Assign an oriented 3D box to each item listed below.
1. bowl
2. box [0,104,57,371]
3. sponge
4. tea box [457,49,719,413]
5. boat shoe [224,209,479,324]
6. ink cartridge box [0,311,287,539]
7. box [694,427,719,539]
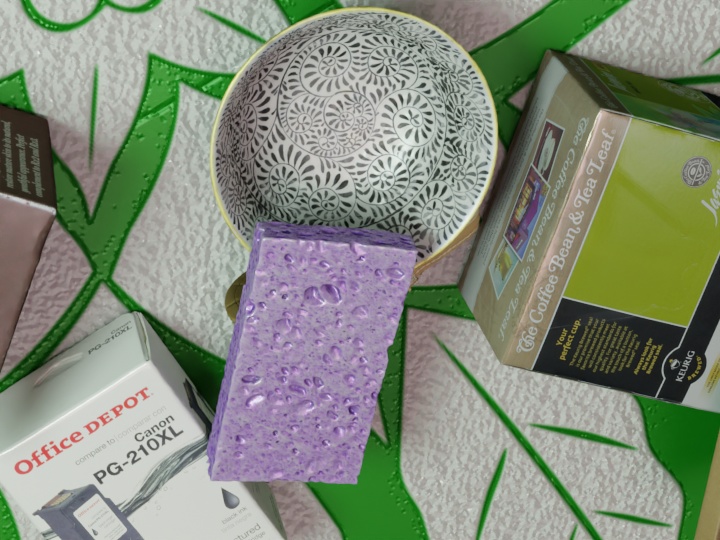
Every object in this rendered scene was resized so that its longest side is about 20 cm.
[{"bbox_3d":[-0.012,-0.099,1.321,0.199,0.094,0.202,-5,116,-10],"label":"bowl"},{"bbox_3d":[-0.309,-0.006,1.259,0.163,0.166,0.201,16,111,-18],"label":"box"},{"bbox_3d":[-0.036,0.062,1.327,0.111,0.030,0.201,5,119,-17],"label":"sponge"},{"bbox_3d":[0.203,-0.027,1.380,0.196,0.134,0.201,14,111,-19],"label":"tea box"},{"bbox_3d":[0.000,0.000,1.390,0.199,0.074,0.067,-25,131,1],"label":"boat shoe"},{"bbox_3d":[-0.167,0.154,1.411,0.144,0.084,0.200,-32,117,3],"label":"ink cartridge box"},{"bbox_3d":[0.312,0.114,1.445,0.163,0.021,0.201,-42,151,-32],"label":"box"}]
